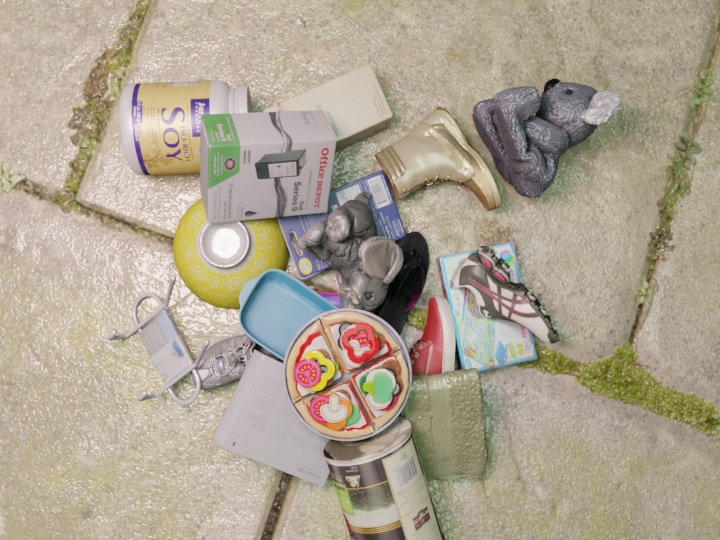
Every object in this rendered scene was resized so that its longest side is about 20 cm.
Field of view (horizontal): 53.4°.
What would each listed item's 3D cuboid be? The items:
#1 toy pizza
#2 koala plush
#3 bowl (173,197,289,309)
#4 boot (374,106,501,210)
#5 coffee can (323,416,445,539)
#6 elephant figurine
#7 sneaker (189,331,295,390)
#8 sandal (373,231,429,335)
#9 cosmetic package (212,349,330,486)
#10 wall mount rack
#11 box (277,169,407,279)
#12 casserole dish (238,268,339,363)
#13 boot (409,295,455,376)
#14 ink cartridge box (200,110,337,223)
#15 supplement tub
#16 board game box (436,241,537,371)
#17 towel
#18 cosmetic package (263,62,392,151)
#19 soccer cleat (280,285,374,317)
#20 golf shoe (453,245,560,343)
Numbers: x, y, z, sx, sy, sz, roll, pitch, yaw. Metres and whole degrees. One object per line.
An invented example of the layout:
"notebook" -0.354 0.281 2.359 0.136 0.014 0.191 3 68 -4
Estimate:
"toy pizza" -0.020 0.159 1.072 0.196 0.032 0.205 0 96 0
"koala plush" 0.321 -0.241 1.197 0.197 0.177 0.186 -28 99 -6
"bowl" -0.216 -0.040 1.167 0.196 0.108 0.205 0 86 -3
"boot" 0.132 -0.156 1.216 0.154 0.073 0.202 -34 86 -6
"coffee can" 0.038 0.351 1.112 0.144 0.146 0.204 -18 98 -5
"elephant figurine" 0.000 0.000 1.140 0.154 0.142 0.201 -36 92 9
"sneaker" -0.189 0.133 1.166 0.197 0.082 0.076 -26 87 -5
"sandal" 0.077 0.033 1.194 0.075 0.048 0.204 26 77 -32
"cosmetic package" -0.113 0.237 1.139 0.198 0.051 0.153 30 81 -27
"wall mount rack" -0.308 0.109 1.135 0.173 0.074 0.202 -37 75 17
"box" -0.033 -0.077 1.212 0.197 0.032 0.123 -22 94 -8
"casserole dish" -0.105 0.086 1.123 0.198 0.039 0.122 35 64 -12
"boot" 0.083 0.144 1.191 0.141 0.072 0.205 1 88 -2
"ink cartridge box" -0.144 -0.162 1.107 0.196 0.148 0.085 -7 45 -19
"supplement tub" -0.275 -0.232 1.160 0.196 0.145 0.149 -4 85 -3
"board game box" 0.214 0.064 1.222 0.132 0.034 0.204 -11 86 -4
"towel" 0.135 0.255 1.161 0.145 0.037 0.204 -7 111 0
"cosmetic package" -0.055 -0.257 1.214 0.197 0.073 0.105 -26 88 -6
"soccer cleat" -0.074 0.068 1.187 0.196 0.067 0.078 0 74 -8
"golf shoe" 0.243 0.053 1.181 0.088 0.077 0.200 -44 87 14
